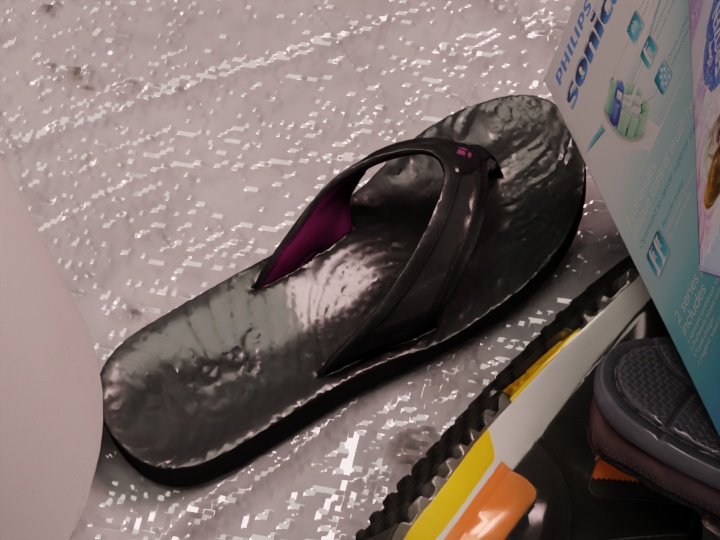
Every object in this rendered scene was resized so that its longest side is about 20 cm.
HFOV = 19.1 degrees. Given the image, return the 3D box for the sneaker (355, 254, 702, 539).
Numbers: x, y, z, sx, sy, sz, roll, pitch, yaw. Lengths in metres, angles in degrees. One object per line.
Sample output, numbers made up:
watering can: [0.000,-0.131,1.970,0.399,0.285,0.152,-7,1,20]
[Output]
sneaker: [0.085,0.060,0.690,0.090,0.070,0.200,47,62,-1]

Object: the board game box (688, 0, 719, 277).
board game box: [0.188,-0.043,0.575,0.199,0.041,0.200,17,36,-4]

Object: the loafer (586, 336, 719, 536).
loafer: [0.159,0.077,0.641,0.200,0.063,0.072,15,37,-3]

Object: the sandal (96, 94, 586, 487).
sandal: [0.000,0.001,0.731,0.200,0.048,0.075,-36,62,-17]

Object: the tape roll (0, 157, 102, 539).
tape roll: [-0.193,0.025,0.667,0.203,0.139,0.203,-4,59,7]

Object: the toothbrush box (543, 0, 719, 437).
toothbrush box: [0.160,-0.026,0.646,0.146,0.085,0.200,3,41,-21]
